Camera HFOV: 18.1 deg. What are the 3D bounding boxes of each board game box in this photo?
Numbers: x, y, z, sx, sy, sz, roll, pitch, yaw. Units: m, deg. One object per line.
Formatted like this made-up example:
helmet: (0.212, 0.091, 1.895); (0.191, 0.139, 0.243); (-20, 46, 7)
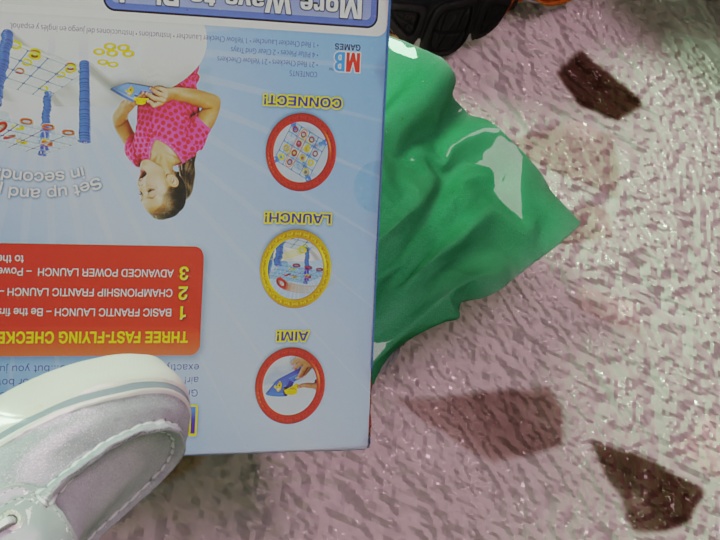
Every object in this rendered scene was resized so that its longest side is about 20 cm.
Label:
board game box: (-0.091, -0.036, 0.781); (0.200, 0.056, 0.196); (1, 94, -27)

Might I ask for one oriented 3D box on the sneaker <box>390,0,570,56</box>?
sneaker: (0.048, -0.166, 1.102); (0.092, 0.076, 0.200); (43, 33, 16)

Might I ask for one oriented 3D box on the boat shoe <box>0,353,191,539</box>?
boat shoe: (-0.122, 0.100, 0.695); (0.201, 0.070, 0.072); (-33, 57, -27)

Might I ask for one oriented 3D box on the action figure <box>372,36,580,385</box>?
action figure: (0.000, 0.000, 0.921); (0.118, 0.055, 0.200); (41, 48, 0)
